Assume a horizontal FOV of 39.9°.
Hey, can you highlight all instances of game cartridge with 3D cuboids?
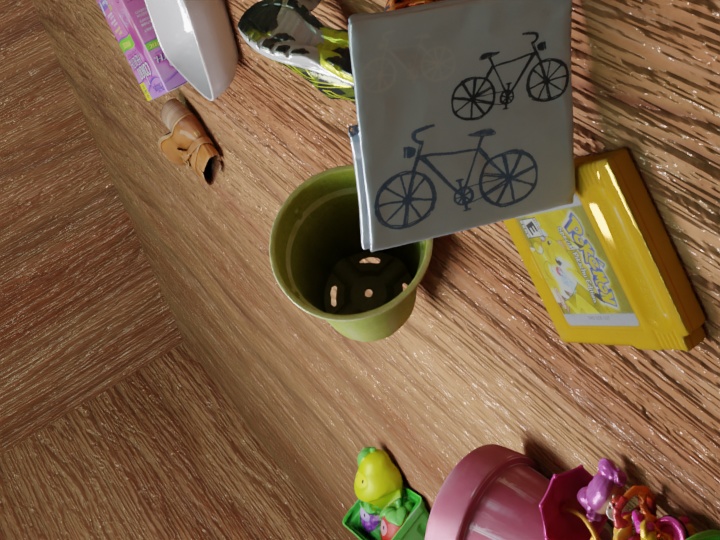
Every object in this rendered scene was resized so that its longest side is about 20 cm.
[{"bbox_3d":[0.206,-0.012,0.887,0.178,0.032,0.200,62,163,-8],"label":"game cartridge"}]

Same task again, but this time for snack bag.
[{"bbox_3d":[0.079,-0.120,0.774,0.021,0.185,0.203,-117,16,-57],"label":"snack bag"}]

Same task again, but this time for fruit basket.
[{"bbox_3d":[0.039,0.453,1.934,0.215,0.156,0.216,39,168,10],"label":"fruit basket"}]

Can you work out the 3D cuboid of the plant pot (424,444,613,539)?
[{"bbox_3d":[0.204,0.337,1.219,0.177,0.200,0.202,15,136,43],"label":"plant pot"}]

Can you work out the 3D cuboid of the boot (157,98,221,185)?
[{"bbox_3d":[-0.327,-0.230,1.961,0.156,0.076,0.201,49,153,17],"label":"boot"}]

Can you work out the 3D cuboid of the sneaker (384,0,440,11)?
[{"bbox_3d":[0.036,-0.229,0.826,0.201,0.076,0.114,-88,-12,-55],"label":"sneaker"}]

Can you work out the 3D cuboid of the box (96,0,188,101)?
[{"bbox_3d":[-0.350,-0.405,1.679,0.202,0.096,0.175,64,162,-15],"label":"box"}]

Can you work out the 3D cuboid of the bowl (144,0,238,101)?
[{"bbox_3d":[-0.255,-0.381,1.496,0.200,0.074,0.202,44,157,41],"label":"bowl"}]

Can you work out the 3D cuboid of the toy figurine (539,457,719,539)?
[{"bbox_3d":[0.267,0.276,1.048,0.185,0.148,0.202,58,134,45],"label":"toy figurine"}]

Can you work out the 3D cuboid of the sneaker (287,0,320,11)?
[{"bbox_3d":[-0.083,-0.368,1.069,0.076,0.075,0.201,38,164,32],"label":"sneaker"}]

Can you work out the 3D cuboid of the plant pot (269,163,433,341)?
[{"bbox_3d":[0.000,0.000,1.256,0.201,0.199,0.185,51,172,23],"label":"plant pot"}]

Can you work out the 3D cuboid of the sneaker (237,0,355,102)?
[{"bbox_3d":[-0.051,-0.232,1.102,0.198,0.075,0.085,28,159,19],"label":"sneaker"}]
